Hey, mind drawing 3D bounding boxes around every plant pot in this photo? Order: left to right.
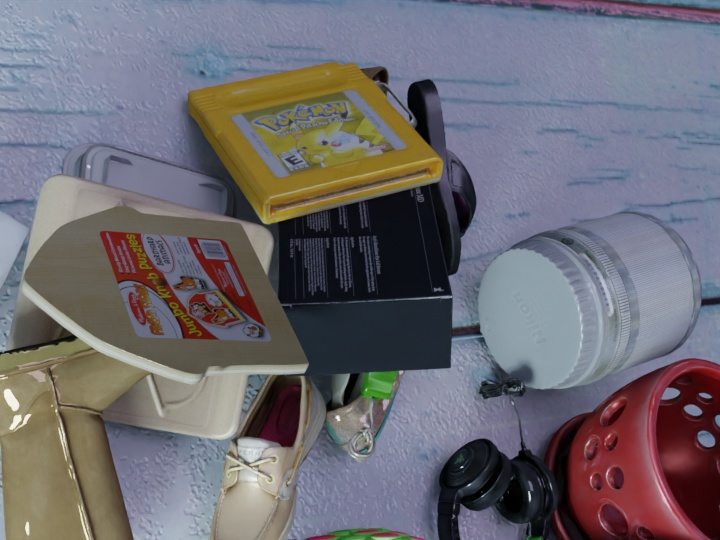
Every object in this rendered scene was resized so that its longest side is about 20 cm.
[{"bbox_3d":[0.296,0.206,1.308,0.200,0.182,0.201,14,63,-29],"label":"plant pot"}]

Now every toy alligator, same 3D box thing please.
[{"bbox_3d":[0.022,0.071,1.184,0.059,0.054,0.201,17,62,-15],"label":"toy alligator"}]

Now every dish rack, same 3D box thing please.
[{"bbox_3d":[-0.181,-0.016,1.160,0.171,0.043,0.201,15,63,-30],"label":"dish rack"}]

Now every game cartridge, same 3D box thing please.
[{"bbox_3d":[-0.046,-0.126,1.212,0.176,0.033,0.200,-15,43,-21],"label":"game cartridge"}]

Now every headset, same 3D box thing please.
[{"bbox_3d":[0.128,0.203,1.280,0.123,0.094,0.201,21,75,-31],"label":"headset"}]

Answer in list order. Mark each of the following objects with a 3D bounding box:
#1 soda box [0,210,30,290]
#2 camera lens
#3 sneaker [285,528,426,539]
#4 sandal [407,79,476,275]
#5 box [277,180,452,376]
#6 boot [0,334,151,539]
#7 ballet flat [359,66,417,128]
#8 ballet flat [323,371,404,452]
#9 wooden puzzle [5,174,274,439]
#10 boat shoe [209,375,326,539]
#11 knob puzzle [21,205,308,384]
[{"bbox_3d":[-0.331,0.039,1.016,0.068,0.064,0.201,31,56,-21],"label":"soda box"},{"bbox_3d":[0.241,0.029,1.361,0.199,0.160,0.161,-14,78,-38],"label":"camera lens"},{"bbox_3d":[-0.008,0.272,1.148,0.199,0.077,0.084,0,89,-33],"label":"sneaker"},{"bbox_3d":[0.089,-0.093,1.326,0.048,0.075,0.202,-11,102,-15],"label":"sandal"},{"bbox_3d":[0.000,0.000,1.131,0.140,0.079,0.200,-5,33,0],"label":"box"},{"bbox_3d":[-0.198,0.147,1.017,0.174,0.066,0.201,-12,93,-14],"label":"boot"},{"bbox_3d":[0.026,-0.126,1.309,0.068,0.072,0.201,48,24,-55],"label":"ballet flat"},{"bbox_3d":[0.017,0.077,1.240,0.067,0.068,0.201,43,50,-23],"label":"ballet flat"},{"bbox_3d":[-0.183,0.033,1.085,0.199,0.046,0.186,14,82,-25],"label":"wooden puzzle"},{"bbox_3d":[-0.086,0.162,1.117,0.069,0.073,0.201,74,25,-44],"label":"boat shoe"},{"bbox_3d":[-0.158,0.021,0.991,0.219,0.031,0.220,18,32,-12],"label":"knob puzzle"}]
